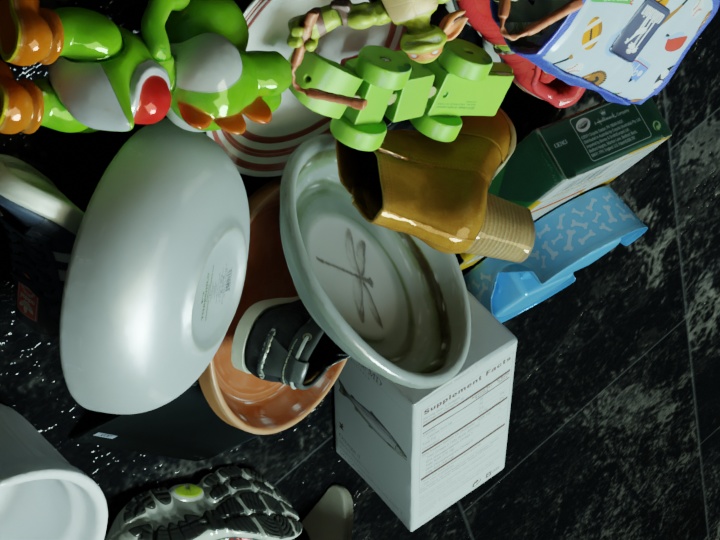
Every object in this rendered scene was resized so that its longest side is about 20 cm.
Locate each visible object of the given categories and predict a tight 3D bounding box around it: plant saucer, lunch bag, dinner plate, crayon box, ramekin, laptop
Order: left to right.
[{"bbox_3d":[-0.288,0.188,1.325,0.200,0.098,0.201,-31,146,-24],"label":"ramekin"},{"bbox_3d":[-0.111,0.060,1.479,0.177,0.103,0.201,19,86,-58],"label":"laptop"},{"bbox_3d":[-0.062,0.024,1.414,0.200,0.032,0.201,-30,127,-49],"label":"plant saucer"},{"bbox_3d":[-0.032,-0.153,1.310,0.200,0.024,0.201,-32,147,-24],"label":"dinner plate"},{"bbox_3d":[0.000,0.000,1.347,0.050,0.201,0.200,-30,159,30],"label":"plant saucer"},{"bbox_3d":[0.151,-0.073,1.551,0.125,0.052,0.200,-23,169,-34],"label":"crayon box"},{"bbox_3d":[0.172,-0.227,1.304,0.170,0.123,0.201,14,84,-53],"label":"lunch bag"}]

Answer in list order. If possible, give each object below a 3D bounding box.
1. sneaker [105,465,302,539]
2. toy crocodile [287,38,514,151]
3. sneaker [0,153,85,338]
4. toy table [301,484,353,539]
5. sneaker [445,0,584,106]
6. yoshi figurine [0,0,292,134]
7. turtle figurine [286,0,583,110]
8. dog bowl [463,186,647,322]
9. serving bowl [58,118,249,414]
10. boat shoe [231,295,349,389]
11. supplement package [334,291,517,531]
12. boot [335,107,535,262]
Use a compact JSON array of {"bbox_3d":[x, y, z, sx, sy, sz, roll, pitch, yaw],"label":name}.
[{"bbox_3d":[-0.140,0.223,1.593,0.199,0.077,0.085,1,138,-43],"label":"sneaker"},{"bbox_3d":[0.031,-0.132,1.318,0.199,0.062,0.068,-9,133,-41],"label":"toy crocodile"},{"bbox_3d":[-0.204,-0.005,1.221,0.085,0.075,0.200,-49,150,-3],"label":"sneaker"},{"bbox_3d":[-0.046,0.310,1.753,0.200,0.117,0.184,-45,149,-2],"label":"toy table"},{"bbox_3d":[0.127,-0.185,1.392,0.077,0.085,0.200,-48,150,1],"label":"sneaker"},{"bbox_3d":[-0.141,-0.135,1.155,0.199,0.112,0.113,1,87,-34],"label":"yoshi figurine"},{"bbox_3d":[0.035,-0.203,1.215,0.199,0.064,0.162,-14,112,10],"label":"turtle figurine"},{"bbox_3d":[0.160,-0.011,1.608,0.111,0.050,0.200,-22,170,-38],"label":"dog bowl"},{"bbox_3d":[-0.121,0.005,1.228,0.200,0.065,0.201,16,90,-74],"label":"serving bowl"},{"bbox_3d":[-0.014,0.044,1.406,0.200,0.067,0.072,-23,124,-54],"label":"boat shoe"},{"bbox_3d":[0.054,0.111,1.638,0.117,0.117,0.201,-31,146,-23],"label":"supplement package"},{"bbox_3d":[0.045,-0.089,1.379,0.143,0.202,0.071,18,123,-27],"label":"boot"}]
